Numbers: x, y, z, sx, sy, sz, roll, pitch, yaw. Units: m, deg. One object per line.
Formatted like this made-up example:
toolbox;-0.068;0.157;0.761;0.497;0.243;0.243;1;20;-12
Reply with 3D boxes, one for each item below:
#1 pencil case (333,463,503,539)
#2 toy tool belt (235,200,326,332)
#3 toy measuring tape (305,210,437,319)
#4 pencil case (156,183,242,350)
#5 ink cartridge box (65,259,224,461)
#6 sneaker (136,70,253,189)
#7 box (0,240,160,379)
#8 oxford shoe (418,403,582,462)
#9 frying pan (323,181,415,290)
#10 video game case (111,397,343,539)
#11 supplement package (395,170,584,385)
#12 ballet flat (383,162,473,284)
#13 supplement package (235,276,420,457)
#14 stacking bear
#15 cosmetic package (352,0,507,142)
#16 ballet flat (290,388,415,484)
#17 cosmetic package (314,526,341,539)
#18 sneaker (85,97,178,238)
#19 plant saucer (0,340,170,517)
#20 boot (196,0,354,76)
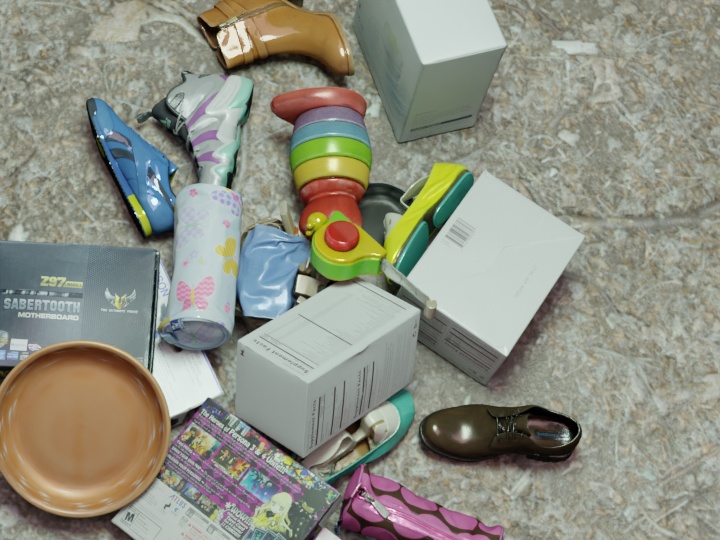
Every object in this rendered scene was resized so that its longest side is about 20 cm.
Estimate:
pencil case;0.073;0.297;1.547;0.199;0.094;0.091;22;64;0
toy tool belt;-0.105;0.027;1.623;0.124;0.123;0.201;6;65;-6
toy measuring tape;0.000;0.000;1.570;0.073;0.074;0.200;-36;63;-22
pencil case;-0.189;-0.005;1.604;0.090;0.083;0.201;-15;56;30
ink cartridge box;-0.292;0.108;1.599;0.199;0.043;0.199;-22;71;-16
sneaker;-0.223;-0.174;1.727;0.139;0.078;0.201;11;56;-2
box;-0.338;0.049;1.567;0.199;0.051;0.158;4;65;-7
oxford shoe;0.171;0.187;1.618;0.199;0.084;0.073;0;68;-8
frying pan;0.017;-0.026;1.718;0.114;0.031;0.191;12;68;-2
video game case;-0.150;0.271;1.517;0.200;0.036;0.182;32;76;19
supplement package;0.155;0.009;1.680;0.155;0.111;0.200;34;64;6
ballet flat;0.069;-0.065;1.703;0.067;0.067;0.200;25;61;23
supplement package;-0.038;0.106;1.554;0.114;0.110;0.200;28;39;31
stacking bear;-0.040;-0.119;1.692;0.113;0.121;0.201;-13;67;23
cosmetic package;0.085;-0.311;1.765;0.122;0.200;0.200;-14;68;-15
ballet flat;-0.007;0.200;1.590;0.200;0.070;0.067;-34;76;-22
cosmetic package;0.008;0.384;1.520;0.200;0.051;0.083;36;64;8
sneaker;-0.281;-0.138;1.698;0.078;0.066;0.201;-27;77;-12
plant saucer;-0.313;0.175;1.506;0.199;0.037;0.201;-1;97;-7
boot;-0.113;-0.306;1.804;0.154;0.074;0.200;-29;61;-21
